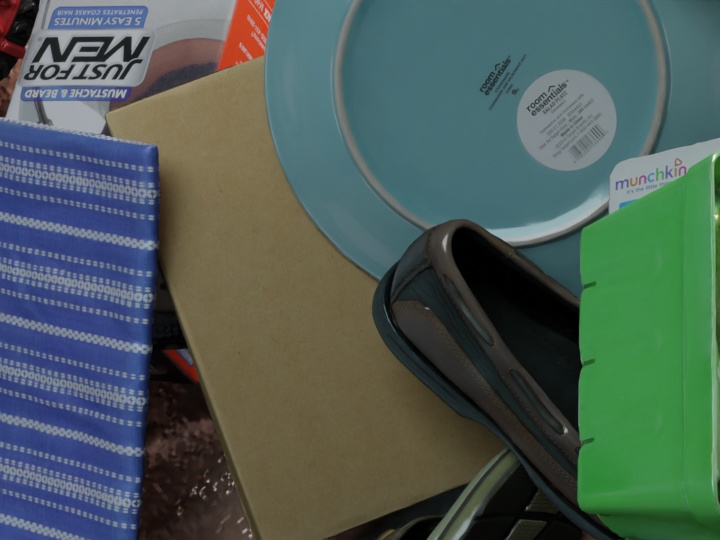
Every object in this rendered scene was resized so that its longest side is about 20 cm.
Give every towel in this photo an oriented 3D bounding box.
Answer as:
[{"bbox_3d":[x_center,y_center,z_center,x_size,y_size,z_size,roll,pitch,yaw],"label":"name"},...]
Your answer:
[{"bbox_3d":[-0.146,0.038,1.242,0.144,0.024,0.202,11,101,38],"label":"towel"}]

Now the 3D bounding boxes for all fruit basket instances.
[{"bbox_3d":[0.174,0.030,0.985,0.199,0.094,0.186,-9,64,24],"label":"fruit basket"}]

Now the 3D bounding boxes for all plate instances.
[{"bbox_3d":[0.057,-0.078,1.185,0.199,0.026,0.202,1,98,7],"label":"plate"}]

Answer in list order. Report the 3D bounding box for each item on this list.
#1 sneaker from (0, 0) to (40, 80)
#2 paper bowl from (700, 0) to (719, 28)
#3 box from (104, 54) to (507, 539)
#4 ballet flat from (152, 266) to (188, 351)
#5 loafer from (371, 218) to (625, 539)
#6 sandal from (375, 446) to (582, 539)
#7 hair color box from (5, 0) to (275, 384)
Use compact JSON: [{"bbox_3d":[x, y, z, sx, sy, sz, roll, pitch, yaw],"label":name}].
[{"bbox_3d":[-0.234,-0.105,1.429,0.200,0.079,0.096,-52,36,11],"label":"sneaker"},{"bbox_3d":[0.144,-0.172,1.270,0.199,0.104,0.202,2,67,-6],"label":"paper bowl"},{"bbox_3d":[0.000,0.000,1.227,0.163,0.021,0.201,-20,88,-7],"label":"box"},{"bbox_3d":[-0.049,-0.007,1.268,0.199,0.074,0.075,-6,57,-9],"label":"ballet flat"},{"bbox_3d":[0.095,0.054,1.157,0.199,0.063,0.072,35,56,0],"label":"loafer"},{"bbox_3d":[0.016,0.140,1.195,0.201,0.080,0.057,-47,50,-5],"label":"sandal"},{"bbox_3d":[-0.111,-0.051,1.371,0.110,0.064,0.201,2,65,24],"label":"hair color box"}]
